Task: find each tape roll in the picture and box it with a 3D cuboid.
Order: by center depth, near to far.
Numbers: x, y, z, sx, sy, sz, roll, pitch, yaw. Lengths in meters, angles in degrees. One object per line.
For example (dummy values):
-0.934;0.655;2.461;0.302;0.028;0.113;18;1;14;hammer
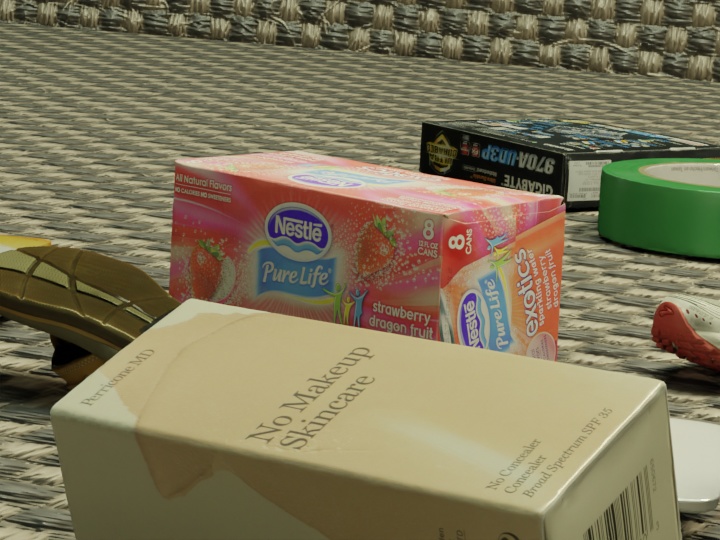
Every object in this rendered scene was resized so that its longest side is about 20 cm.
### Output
0.268;-0.044;1.824;0.200;0.048;0.200;3;10;0;tape roll

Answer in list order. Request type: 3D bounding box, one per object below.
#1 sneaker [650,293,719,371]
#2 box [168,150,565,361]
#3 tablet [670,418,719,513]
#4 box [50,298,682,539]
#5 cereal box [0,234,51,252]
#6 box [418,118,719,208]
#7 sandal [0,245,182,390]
0.233;0.013;1.381;0.200;0.082;0.078;-5;13;-38;sneaker
0.000;0.000;1.332;0.200;0.103;0.095;13;14;43;box
0.048;0.069;1.053;0.200;0.014;0.130;4;10;10;tablet
0.001;0.076;0.895;0.200;0.078;0.095;8;31;31;box
-0.271;0.008;1.386;0.144;0.040;0.200;6;10;17;cereal box
0.165;-0.087;2.050;0.159;0.046;0.200;-3;11;-33;box
-0.107;0.041;1.235;0.200;0.054;0.080;23;23;21;sandal
